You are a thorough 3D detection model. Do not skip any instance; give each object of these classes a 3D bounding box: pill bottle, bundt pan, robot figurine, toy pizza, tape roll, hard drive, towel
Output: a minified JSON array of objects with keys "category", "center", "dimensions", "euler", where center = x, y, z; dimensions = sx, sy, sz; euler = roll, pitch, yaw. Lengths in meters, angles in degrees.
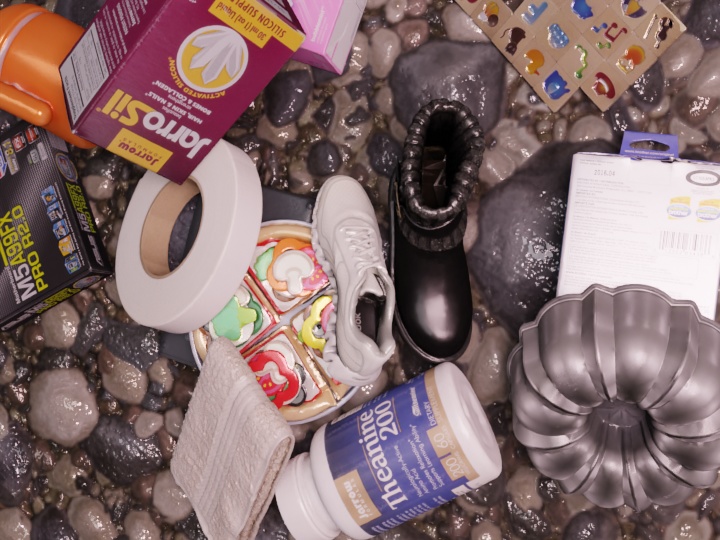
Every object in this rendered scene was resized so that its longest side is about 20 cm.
[{"category":"pill bottle","center":[0.022,0.177,0.703],"dimensions":[0.197,0.111,0.113],"euler":[-29,79,13]},{"category":"bundt pan","center":[0.213,0.117,0.623],"dimensions":[0.197,0.076,0.206],"euler":[9,122,15]},{"category":"robot figurine","center":[-0.325,-0.211,0.822],"dimensions":[0.197,0.117,0.146],"euler":[28,76,2]},{"category":"toy pizza","center":[-0.076,0.051,0.751],"dimensions":[0.195,0.032,0.206],"euler":[0,89,3]},{"category":"tape roll","center":[-0.178,-0.040,0.768],"dimensions":[0.200,0.037,0.208],"euler":[-16,65,38]},{"category":"hard drive","center":[-0.126,0.009,0.800],"dimensions":[0.137,0.033,0.205],"euler":[15,90,16]},{"category":"towel","center":[-0.130,0.177,0.726],"dimensions":[0.133,0.034,0.203],"euler":[47,130,32]}]

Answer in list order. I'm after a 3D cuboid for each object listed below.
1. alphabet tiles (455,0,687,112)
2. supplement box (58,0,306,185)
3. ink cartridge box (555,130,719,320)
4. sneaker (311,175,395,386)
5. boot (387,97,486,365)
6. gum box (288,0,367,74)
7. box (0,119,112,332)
[{"category":"alphabet tiles","center":[0.200,-0.259,0.712],"dimensions":[0.167,0.007,0.201],"euler":[-46,75,29]},{"category":"supplement box","center":[-0.169,-0.202,0.706],"dimensions":[0.200,0.130,0.104],"euler":[-44,50,21]},{"category":"ink cartridge box","center":[0.248,-0.026,0.674],"dimensions":[0.133,0.076,0.205],"euler":[7,89,16]},{"category":"sneaker","center":[0.000,0.000,0.707],"dimensions":[0.073,0.081,0.205],"euler":[-2,71,-19]},{"category":"boot","center":[0.068,-0.026,0.674],"dimensions":[0.077,0.158,0.217],"euler":[-9,82,-9]},{"category":"gum box","center":[-0.044,-0.324,0.785],"dimensions":[0.111,0.066,0.204],"euler":[20,92,15]},{"category":"box","center":[-0.390,-0.054,0.874],"dimensions":[0.158,0.044,0.204],"euler":[-25,79,12]}]
